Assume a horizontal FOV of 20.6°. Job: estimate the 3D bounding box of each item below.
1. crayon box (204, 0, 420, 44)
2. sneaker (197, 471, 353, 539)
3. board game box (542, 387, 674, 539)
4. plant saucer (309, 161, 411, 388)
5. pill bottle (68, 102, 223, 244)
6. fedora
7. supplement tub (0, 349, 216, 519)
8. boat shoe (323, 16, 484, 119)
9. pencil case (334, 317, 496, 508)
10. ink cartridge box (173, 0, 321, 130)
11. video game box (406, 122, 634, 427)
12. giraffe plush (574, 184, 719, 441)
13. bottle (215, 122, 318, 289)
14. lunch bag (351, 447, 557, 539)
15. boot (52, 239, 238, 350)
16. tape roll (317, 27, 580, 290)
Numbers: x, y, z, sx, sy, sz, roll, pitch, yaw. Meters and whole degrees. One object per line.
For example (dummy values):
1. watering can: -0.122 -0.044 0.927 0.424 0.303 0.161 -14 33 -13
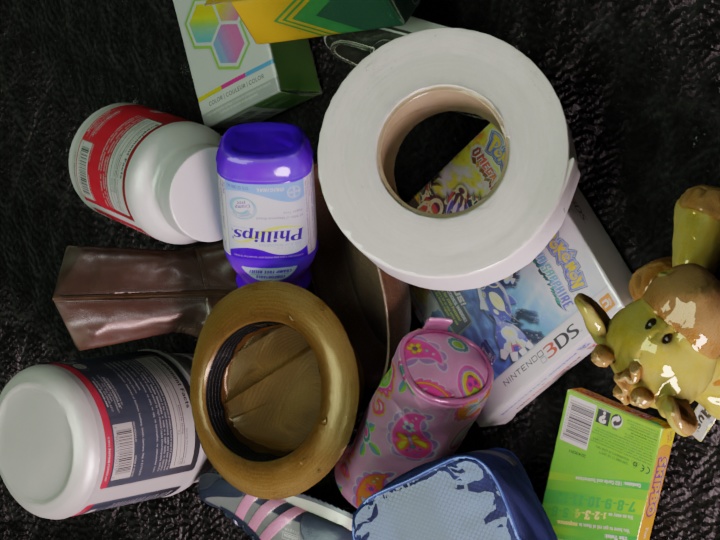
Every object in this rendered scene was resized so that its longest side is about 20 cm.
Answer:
1. crayon box: -0.022 -0.257 1.696 0.200 0.126 0.052 -1 134 40
2. sneaker: -0.080 0.238 1.793 0.200 0.070 0.082 12 77 40
3. board game box: 0.190 0.205 1.606 0.095 0.030 0.201 21 103 38
4. plant saucer: 0.000 0.000 1.700 0.200 0.037 0.201 164 90 -72
5. pill bottle: -0.180 -0.087 1.810 0.200 0.112 0.113 22 107 56
6. fedora: -0.060 0.102 1.715 0.200 0.082 0.201 1 91 41
7. supplement tub: -0.227 0.148 1.835 0.140 0.200 0.141 4 97 40
8. boat shoe: 0.040 -0.173 1.670 0.200 0.071 0.064 16 69 37
9. pencil case: 0.043 0.126 1.650 0.088 0.087 0.200 54 145 24
10. ink cartridge box: -0.112 -0.238 1.813 0.104 0.059 0.201 -21 78 40
11. video game box: 0.120 -0.001 1.642 0.182 0.047 0.200 -43 66 31
12. giraffe plush: 0.242 0.043 1.464 0.172 0.162 0.201 21 105 37
13. bottle: -0.079 -0.032 1.717 0.083 0.065 0.200 0 128 2
14. lunch bag: 0.095 0.245 1.581 0.136 0.132 0.200 -23 83 17
15. boot: -0.177 0.063 1.797 0.064 0.199 0.187 131 133 -69
16. tape roll: 0.070 -0.087 1.565 0.202 0.071 0.203 -2 80 10
